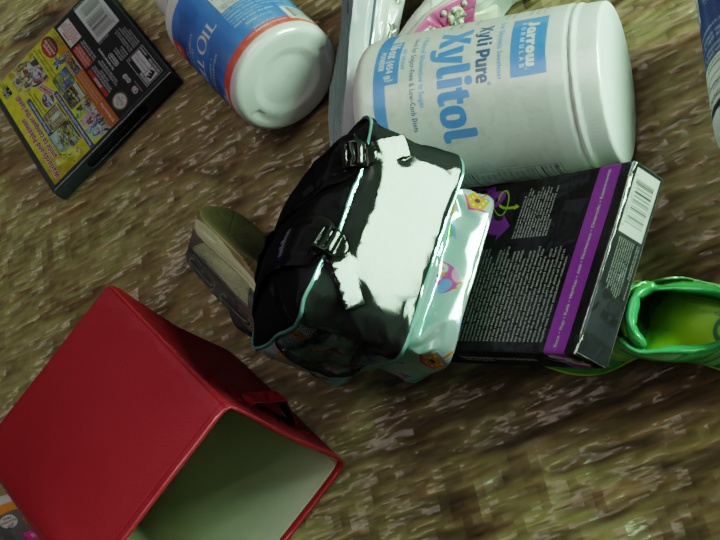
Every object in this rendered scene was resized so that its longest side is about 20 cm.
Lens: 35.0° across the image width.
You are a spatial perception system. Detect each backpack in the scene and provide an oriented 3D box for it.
[{"bbox_3d":[0.000,0.000,0.862,0.200,0.153,0.176,-25,45,60],"label":"backpack"}]

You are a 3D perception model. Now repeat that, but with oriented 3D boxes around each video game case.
[{"bbox_3d":[-0.306,-0.202,1.254,0.181,0.025,0.200,-44,54,6],"label":"video game case"}]

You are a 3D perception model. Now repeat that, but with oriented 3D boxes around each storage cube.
[{"bbox_3d":[-0.156,0.149,0.915,0.180,0.171,0.200,37,90,38],"label":"storage cube"}]

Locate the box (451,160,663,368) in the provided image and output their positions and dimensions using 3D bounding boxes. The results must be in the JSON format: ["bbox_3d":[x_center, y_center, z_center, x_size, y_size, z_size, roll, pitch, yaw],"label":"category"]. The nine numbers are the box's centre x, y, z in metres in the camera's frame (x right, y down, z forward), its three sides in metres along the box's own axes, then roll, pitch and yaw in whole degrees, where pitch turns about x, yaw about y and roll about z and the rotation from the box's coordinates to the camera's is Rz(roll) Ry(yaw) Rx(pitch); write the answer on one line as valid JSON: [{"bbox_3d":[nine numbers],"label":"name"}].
[{"bbox_3d":[0.125,0.000,0.847,0.200,0.036,0.143,-3,64,59],"label":"box"}]

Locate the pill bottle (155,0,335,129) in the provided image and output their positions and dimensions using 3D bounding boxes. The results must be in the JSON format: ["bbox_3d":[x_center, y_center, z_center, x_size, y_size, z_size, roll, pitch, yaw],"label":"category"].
[{"bbox_3d":[-0.120,-0.232,1.104,0.112,0.112,0.200,-46,52,4],"label":"pill bottle"}]

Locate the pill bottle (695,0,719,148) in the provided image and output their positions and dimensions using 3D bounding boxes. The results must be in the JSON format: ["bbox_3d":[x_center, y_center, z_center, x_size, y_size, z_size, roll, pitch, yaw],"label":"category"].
[{"bbox_3d":[0.304,-0.141,0.810,0.111,0.111,0.201,-12,63,26],"label":"pill bottle"}]

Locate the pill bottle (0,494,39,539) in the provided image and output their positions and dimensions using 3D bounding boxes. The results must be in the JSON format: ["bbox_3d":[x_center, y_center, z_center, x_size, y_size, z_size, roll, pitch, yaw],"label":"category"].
[{"bbox_3d":[-0.264,0.290,0.947,0.116,0.116,0.200,-49,54,2],"label":"pill bottle"}]

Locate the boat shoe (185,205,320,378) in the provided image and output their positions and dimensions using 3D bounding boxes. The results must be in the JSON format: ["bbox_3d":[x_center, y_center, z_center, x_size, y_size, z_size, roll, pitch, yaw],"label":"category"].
[{"bbox_3d":[-0.083,0.026,0.996,0.201,0.072,0.066,46,124,24],"label":"boat shoe"}]

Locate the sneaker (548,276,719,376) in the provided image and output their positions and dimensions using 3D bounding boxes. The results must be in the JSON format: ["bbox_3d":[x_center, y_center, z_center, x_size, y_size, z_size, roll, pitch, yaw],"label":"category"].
[{"bbox_3d":[0.195,0.032,0.808,0.200,0.084,0.074,-5,67,39],"label":"sneaker"}]

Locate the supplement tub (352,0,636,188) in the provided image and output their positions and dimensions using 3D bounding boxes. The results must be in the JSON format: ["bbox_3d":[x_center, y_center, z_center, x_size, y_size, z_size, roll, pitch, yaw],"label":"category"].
[{"bbox_3d":[0.107,-0.134,0.907,0.199,0.132,0.132,-7,65,25],"label":"supplement tub"}]

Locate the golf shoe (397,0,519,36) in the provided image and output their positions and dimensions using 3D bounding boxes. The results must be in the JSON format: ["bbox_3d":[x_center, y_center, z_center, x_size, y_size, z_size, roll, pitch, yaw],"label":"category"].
[{"bbox_3d":[0.092,-0.245,1.018,0.200,0.075,0.092,-44,42,-1],"label":"golf shoe"}]

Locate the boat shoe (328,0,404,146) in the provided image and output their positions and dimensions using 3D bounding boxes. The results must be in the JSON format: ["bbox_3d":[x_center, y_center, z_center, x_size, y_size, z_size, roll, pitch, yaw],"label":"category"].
[{"bbox_3d":[0.015,-0.197,1.032,0.074,0.067,0.201,-168,84,-76],"label":"boat shoe"}]
